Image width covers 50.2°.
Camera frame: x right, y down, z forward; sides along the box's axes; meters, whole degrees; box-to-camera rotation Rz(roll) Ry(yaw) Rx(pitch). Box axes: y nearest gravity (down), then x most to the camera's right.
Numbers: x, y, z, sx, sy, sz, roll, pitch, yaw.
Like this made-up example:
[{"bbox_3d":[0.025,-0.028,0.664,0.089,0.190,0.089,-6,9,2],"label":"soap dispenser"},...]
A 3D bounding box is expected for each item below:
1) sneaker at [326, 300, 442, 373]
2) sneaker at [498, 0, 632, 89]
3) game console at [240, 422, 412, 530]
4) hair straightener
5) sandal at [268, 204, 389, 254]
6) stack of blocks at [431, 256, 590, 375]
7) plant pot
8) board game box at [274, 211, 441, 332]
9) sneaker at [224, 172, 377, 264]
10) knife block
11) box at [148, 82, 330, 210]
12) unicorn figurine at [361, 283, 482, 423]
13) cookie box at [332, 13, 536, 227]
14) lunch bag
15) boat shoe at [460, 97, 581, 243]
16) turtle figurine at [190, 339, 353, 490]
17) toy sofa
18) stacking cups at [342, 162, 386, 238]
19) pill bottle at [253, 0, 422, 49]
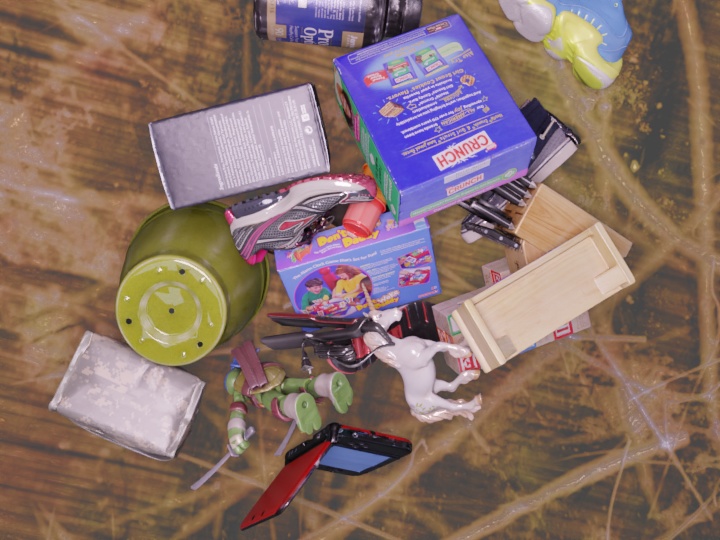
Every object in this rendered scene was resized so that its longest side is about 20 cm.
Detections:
[{"bbox_3d":[0.031,0.081,1.051,0.197,0.086,0.075,-11,99,-25],"label":"sneaker"},{"bbox_3d":[0.263,-0.327,0.969,0.199,0.076,0.106,38,87,-18],"label":"sneaker"},{"bbox_3d":[-0.047,0.281,1.002,0.169,0.200,0.121,16,62,-18],"label":"game console"},{"bbox_3d":[-0.046,0.095,0.962,0.197,0.041,0.078,1,66,32],"label":"hair straightener"},{"bbox_3d":[-0.041,-0.067,1.000,0.195,0.055,0.083,-1,63,-4],"label":"sandal"},{"bbox_3d":[0.200,0.048,1.032,0.197,0.059,0.117,-20,104,-11],"label":"stack of blocks"},{"bbox_3d":[-0.217,0.025,0.960,0.196,0.193,0.205,-1,103,-3],"label":"plant pot"},{"bbox_3d":[0.000,0.000,1.005,0.196,0.045,0.136,-16,139,1],"label":"board game box"},{"bbox_3d":[-0.067,-0.068,0.927,0.197,0.080,0.076,-17,92,25],"label":"sneaker"},{"bbox_3d":[0.224,-0.076,0.953,0.196,0.064,0.179,-18,104,-11],"label":"knife block"},{"bbox_3d":[-0.140,-0.156,0.944,0.196,0.148,0.106,-13,104,0],"label":"box"},{"bbox_3d":[0.078,0.115,0.966,0.134,0.074,0.204,-7,107,14],"label":"unicorn figurine"},{"bbox_3d":[0.079,-0.176,0.887,0.168,0.076,0.202,-21,64,-7],"label":"cookie box"},{"bbox_3d":[-0.290,0.168,0.992,0.162,0.200,0.119,24,75,-5],"label":"lunch bag"},{"bbox_3d":[0.186,-0.134,1.009,0.200,0.075,0.093,-44,97,-1],"label":"boat shoe"},{"bbox_3d":[-0.104,0.200,1.022,0.143,0.192,0.204,21,70,-42],"label":"turtle figurine"},{"bbox_3d":[0.209,0.033,0.901,0.198,0.098,0.084,-30,81,-9],"label":"toy sofa"},{"bbox_3d":[0.037,-0.135,0.961,0.060,0.060,0.203,24,75,-8],"label":"stacking cups"},{"bbox_3d":[-0.026,-0.329,0.927,0.195,0.112,0.114,5,103,-3],"label":"pill bottle"}]
